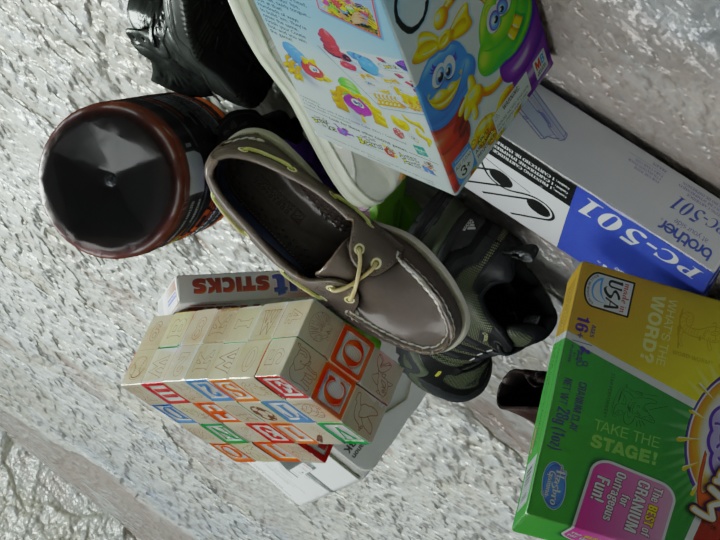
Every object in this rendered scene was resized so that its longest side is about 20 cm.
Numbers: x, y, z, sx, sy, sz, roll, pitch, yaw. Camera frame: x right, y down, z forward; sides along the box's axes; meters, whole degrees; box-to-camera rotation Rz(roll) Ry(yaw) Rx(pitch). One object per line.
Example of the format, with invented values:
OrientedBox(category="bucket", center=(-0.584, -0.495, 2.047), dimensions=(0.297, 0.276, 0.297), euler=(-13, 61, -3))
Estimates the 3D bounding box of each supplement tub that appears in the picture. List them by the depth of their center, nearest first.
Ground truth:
OrientedBox(category="supplement tub", center=(-0.144, -0.072, 1.292), dimensions=(0.107, 0.107, 0.200), euler=(35, -165, 6))

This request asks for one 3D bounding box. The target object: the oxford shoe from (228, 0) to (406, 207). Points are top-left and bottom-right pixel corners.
OrientedBox(category="oxford shoe", center=(-0.024, -0.132, 1.118), dimensions=(0.057, 0.075, 0.201), euler=(-24, 110, 24))

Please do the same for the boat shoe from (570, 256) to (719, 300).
OrientedBox(category="boat shoe", center=(0.209, 0.051, 1.109), dimensions=(0.200, 0.066, 0.070), euler=(54, -168, 24))

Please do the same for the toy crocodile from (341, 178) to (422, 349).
OrientedBox(category="toy crocodile", center=(0.000, 0.000, 1.266), dimensions=(0.061, 0.067, 0.201), euler=(25, 133, 23))

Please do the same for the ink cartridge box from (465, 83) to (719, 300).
OrientedBox(category="ink cartridge box", center=(0.122, -0.051, 1.063), dimensions=(0.199, 0.044, 0.094), euler=(33, 162, 11))

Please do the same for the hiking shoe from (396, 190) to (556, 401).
OrientedBox(category="hiking shoe", center=(0.081, 0.038, 1.251), dimensions=(0.100, 0.076, 0.201), euler=(27, 152, 25))

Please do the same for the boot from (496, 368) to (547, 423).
OrientedBox(category="boot", center=(0.195, 0.111, 1.182), dimensions=(0.165, 0.073, 0.200), euler=(17, 177, -23))

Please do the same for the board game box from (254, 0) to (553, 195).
OrientedBox(category="board game box", center=(0.014, -0.151, 0.940), dimensions=(0.104, 0.103, 0.200), euler=(25, 157, 31))

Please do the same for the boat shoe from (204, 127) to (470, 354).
OrientedBox(category="boat shoe", center=(-0.017, -0.013, 1.162), dimensions=(0.200, 0.072, 0.060), euler=(41, -163, 0))

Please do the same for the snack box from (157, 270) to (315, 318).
OrientedBox(category="snack box", center=(-0.044, 0.018, 1.341), dimensions=(0.198, 0.025, 0.072), euler=(-3, 164, -18))

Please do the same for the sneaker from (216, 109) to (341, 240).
OrientedBox(category="sneaker", center=(-0.047, -0.064, 1.303), dimensions=(0.100, 0.069, 0.200), euler=(69, -168, 19))

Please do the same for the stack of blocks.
OrientedBox(category="stack of blocks", center=(-0.061, 0.080, 1.255), dimensions=(0.115, 0.059, 0.199), euler=(37, 155, -29))

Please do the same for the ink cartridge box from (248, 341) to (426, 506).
OrientedBox(category="ink cartridge box", center=(-0.014, 0.102, 1.485), dimensions=(0.084, 0.145, 0.200), euler=(39, 160, -5))

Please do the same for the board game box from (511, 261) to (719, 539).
OrientedBox(category="board game box", center=(0.197, 0.095, 1.015), dimensions=(0.198, 0.154, 0.040), euler=(16, 159, -2))

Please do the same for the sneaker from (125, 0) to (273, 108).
OrientedBox(category="sneaker", center=(-0.119, -0.162, 1.201), dimensions=(0.104, 0.060, 0.200), euler=(27, 168, 22))
